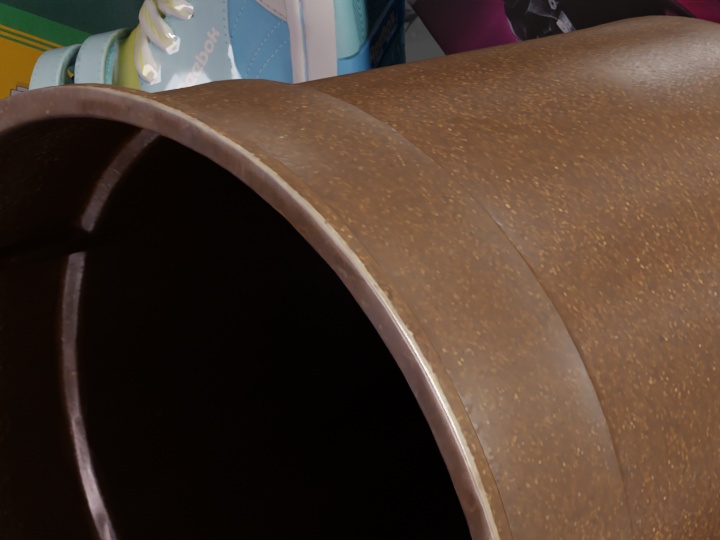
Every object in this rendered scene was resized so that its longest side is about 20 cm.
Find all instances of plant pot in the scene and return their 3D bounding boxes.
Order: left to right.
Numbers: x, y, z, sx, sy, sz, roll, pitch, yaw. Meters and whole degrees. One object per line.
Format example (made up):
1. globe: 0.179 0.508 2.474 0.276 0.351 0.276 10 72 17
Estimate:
1. plant pot: 0.023 0.032 0.582 0.200 0.198 0.201 19 119 39

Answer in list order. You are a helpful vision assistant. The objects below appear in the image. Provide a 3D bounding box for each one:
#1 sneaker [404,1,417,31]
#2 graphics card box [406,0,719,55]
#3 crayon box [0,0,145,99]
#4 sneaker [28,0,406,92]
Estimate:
1. sneaker: 0.019 -0.116 0.798 0.081 0.074 0.200 13 127 3
2. graphics card box: 0.097 -0.058 0.654 0.200 0.051 0.125 57 136 14
3. crayon box: -0.105 -0.046 0.908 0.118 0.058 0.200 -2 131 15
4. sneaker: -0.054 -0.077 0.754 0.130 0.080 0.201 4 114 16
